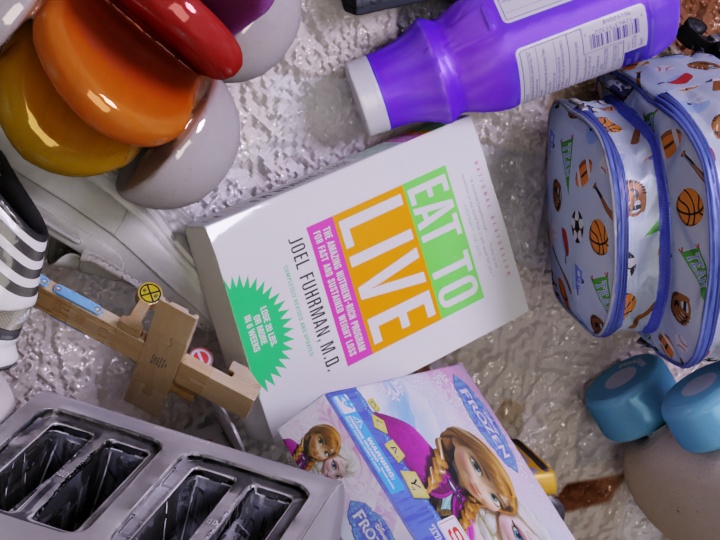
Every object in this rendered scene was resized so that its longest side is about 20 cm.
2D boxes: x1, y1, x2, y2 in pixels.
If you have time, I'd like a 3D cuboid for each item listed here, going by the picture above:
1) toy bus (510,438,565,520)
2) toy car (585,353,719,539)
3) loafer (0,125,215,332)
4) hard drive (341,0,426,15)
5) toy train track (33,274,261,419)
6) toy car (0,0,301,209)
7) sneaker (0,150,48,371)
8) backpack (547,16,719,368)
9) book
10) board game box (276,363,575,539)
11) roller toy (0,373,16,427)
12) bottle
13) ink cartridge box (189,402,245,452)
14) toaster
[{"bbox_3d":[0.085,0.219,1.043,0.078,0.065,0.202,-3,107,-17],"label":"toy bus"},{"bbox_3d":[0.291,0.106,1.037,0.200,0.177,0.185,-38,103,-19],"label":"toy car"},{"bbox_3d":[-0.151,-0.027,0.888,0.070,0.070,0.200,-42,114,13],"label":"loafer"},{"bbox_3d":[0.076,-0.241,0.920,0.199,0.033,0.141,-14,110,-15],"label":"hard drive"},{"bbox_3d":[-0.143,0.019,0.861,0.199,0.115,0.033,28,53,-1],"label":"toy train track"},{"bbox_3d":[-0.107,-0.144,0.800,0.175,0.150,0.201,37,61,-24],"label":"toy car"},{"bbox_3d":[-0.253,-0.038,0.814,0.199,0.076,0.116,24,100,3],"label":"sneaker"},{"bbox_3d":[0.198,-0.034,0.939,0.153,0.190,0.201,-14,111,-15],"label":"backpack"},{"bbox_3d":[0.000,0.000,0.928,0.199,0.048,0.135,-26,109,-31],"label":"book"},{"bbox_3d":[0.061,0.154,0.892,0.041,0.199,0.201,-37,77,21],"label":"board game box"},{"bbox_3d":[-0.281,0.094,0.811,0.181,0.200,0.141,10,103,-33],"label":"roller toy"},{"bbox_3d":[0.090,-0.136,0.928,0.199,0.084,0.066,-20,68,-1],"label":"bottle"},{"bbox_3d":[-0.082,0.173,0.941,0.067,0.116,0.201,-24,111,-11],"label":"ink cartridge box"},{"bbox_3d":[-0.120,0.159,0.763,0.180,0.200,0.120,15,113,13],"label":"toaster"}]
